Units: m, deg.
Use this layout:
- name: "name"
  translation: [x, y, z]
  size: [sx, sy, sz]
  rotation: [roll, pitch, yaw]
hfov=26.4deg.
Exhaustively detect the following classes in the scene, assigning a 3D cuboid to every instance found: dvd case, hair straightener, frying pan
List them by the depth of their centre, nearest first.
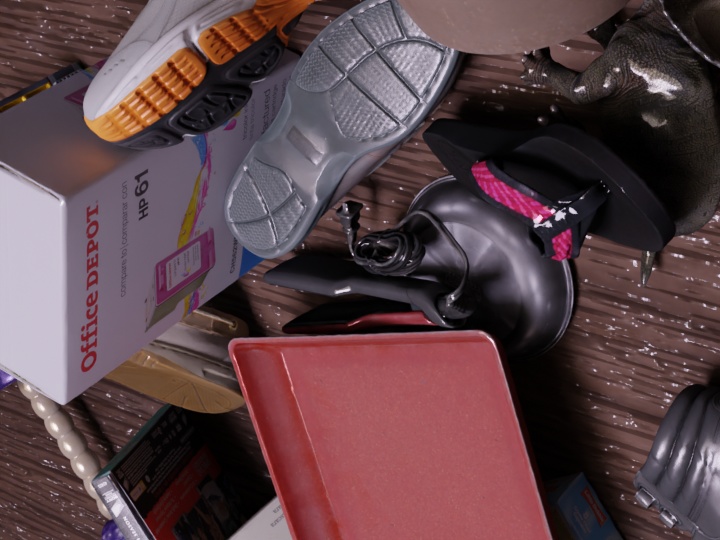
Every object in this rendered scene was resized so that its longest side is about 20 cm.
- name: "hair straightener"
  translation: [0.000, 0.000, 0.872]
  size: [0.200, 0.041, 0.077]
  rotation: [1, 115, 61]
- name: "frying pan"
  translation: [0.051, 0.024, 0.887]
  size: [0.115, 0.031, 0.190]
  rotation: [47, 135, 10]
- name: "dvd case"
  translation: [-0.102, 0.198, 1.058]
  size: [0.022, 0.146, 0.200]
  rotation: [-30, 98, 17]

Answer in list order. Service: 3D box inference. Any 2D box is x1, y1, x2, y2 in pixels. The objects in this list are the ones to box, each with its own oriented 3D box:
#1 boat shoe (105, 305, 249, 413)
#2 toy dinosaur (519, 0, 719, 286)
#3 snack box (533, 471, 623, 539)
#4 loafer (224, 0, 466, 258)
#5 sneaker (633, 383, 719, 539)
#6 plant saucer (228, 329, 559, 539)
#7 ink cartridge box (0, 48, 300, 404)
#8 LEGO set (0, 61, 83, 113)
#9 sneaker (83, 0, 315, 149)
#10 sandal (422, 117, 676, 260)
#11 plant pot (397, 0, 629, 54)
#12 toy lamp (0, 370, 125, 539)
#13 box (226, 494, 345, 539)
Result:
- name: "boat shoe"
  translation: [-0.156, 0.026, 0.976]
  size: [0.200, 0.069, 0.074]
  rotation: [28, 146, -30]
- name: "toy dinosaur"
  translation: [0.135, -0.064, 0.715]
  size: [0.102, 0.077, 0.200]
  rotation: [30, 130, 42]
- name: "snack box"
  translation: [0.135, 0.224, 0.936]
  size: [0.116, 0.037, 0.200]
  rotation: [-23, 100, 46]
- name: "loafer"
  translation: [-0.004, -0.086, 0.837]
  size: [0.072, 0.063, 0.200]
  rotation: [50, 127, 7]
- name: "sneaker"
  translation: [0.194, 0.144, 0.810]
  size: [0.099, 0.071, 0.200]
  rotation: [20, 123, 33]
- name: "plant saucer"
  translation: [0.031, 0.121, 0.906]
  size: [0.200, 0.037, 0.200]
  rotation: [-4, 111, 41]
- name: "ink cartridge box"
  translation: [-0.129, -0.040, 0.872]
  size: [0.085, 0.200, 0.145]
  rotation: [29, 133, 25]
- name: "LEGO set"
  translation: [-0.229, -0.038, 1.021]
  size: [0.200, 0.116, 0.154]
  rotation: [-17, 105, 46]
- name: "sneaker"
  translation: [-0.074, -0.150, 0.788]
  size: [0.092, 0.200, 0.076]
  rotation: [44, 175, 25]
- name: "sandal"
  translation: [0.081, -0.034, 0.741]
  size: [0.075, 0.045, 0.200]
  rotation: [49, 167, -23]
- name: "plant pot"
  translation: [0.051, -0.189, 0.640]
  size: [0.200, 0.200, 0.175]
  rotation: [14, 142, 35]
- name: "toy lamp"
  translation: [-0.228, 0.122, 1.174]
  size: [0.058, 0.058, 0.200]
  rotation: [-28, 97, 48]
- name: "box"
  translation: [-0.004, 0.237, 1.020]
  size: [0.200, 0.082, 0.068]
  rotation: [47, 180, 5]
